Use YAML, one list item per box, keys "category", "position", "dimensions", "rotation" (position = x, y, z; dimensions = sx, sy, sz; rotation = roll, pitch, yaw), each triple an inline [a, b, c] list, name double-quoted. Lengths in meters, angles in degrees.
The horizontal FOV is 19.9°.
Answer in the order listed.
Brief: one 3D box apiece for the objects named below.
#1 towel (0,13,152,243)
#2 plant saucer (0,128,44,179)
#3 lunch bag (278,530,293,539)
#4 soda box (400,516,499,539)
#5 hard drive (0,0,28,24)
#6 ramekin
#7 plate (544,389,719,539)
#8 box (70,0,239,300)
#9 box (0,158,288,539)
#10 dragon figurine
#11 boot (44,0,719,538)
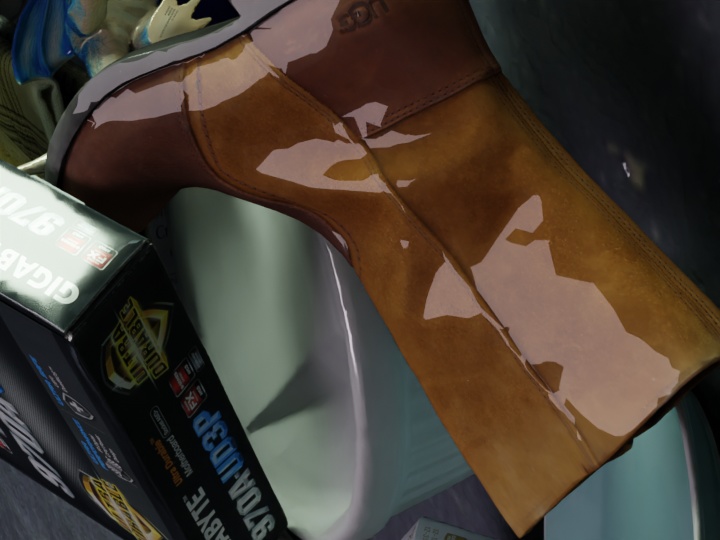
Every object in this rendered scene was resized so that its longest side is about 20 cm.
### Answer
- category: "towel"
  position: [-0.139, -0.015, 0.932]
  dimensions: [0.200, 0.035, 0.193]
  rotation: [33, 135, 55]
- category: "plant saucer"
  position: [-0.212, -0.068, 0.887]
  dimensions: [0.200, 0.048, 0.200]
  rotation: [47, 165, -16]
- category: "lunch bag"
  position: [-0.109, 0.248, 1.123]
  dimensions: [0.139, 0.200, 0.168]
  rotation: [35, 137, 57]
- category: "soda box"
  position: [0.026, 0.204, 0.806]
  dimensions: [0.064, 0.068, 0.200]
  rotation: [120, 165, -62]
- category: "hard drive"
  position: [-0.196, -0.191, 0.987]
  dimensions: [0.038, 0.140, 0.200]
  rotation: [14, 118, 17]
- category: "ramekin"
  position: [0.000, 0.000, 0.801]
  dimensions: [0.202, 0.094, 0.203]
  rotation: [166, 90, -69]
- category: "plate"
  position: [0.095, 0.103, 0.695]
  dimensions: [0.200, 0.026, 0.200]
  rotation: [180, 90, -82]
- category: "box"
  position: [-0.096, -0.027, 1.003]
  dimensions: [0.184, 0.105, 0.200]
  rotation: [-14, 94, 66]
- category: "box"
  position: [-0.119, 0.028, 0.762]
  dimensions: [0.159, 0.046, 0.200]
  rotation: [28, 156, 28]
- category: "dragon figurine"
  position: [-0.098, -0.097, 0.793]
  dimensions: [0.099, 0.059, 0.200]
  rotation: [134, 149, -56]
- category: "boot"
  position: [0.003, -0.004, 0.662]
  dimensions: [0.188, 0.068, 0.200]
  rotation: [-40, 84, 34]
